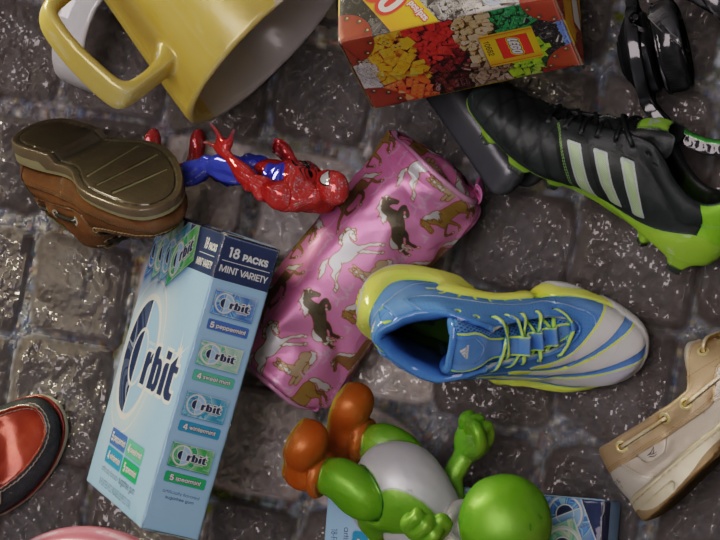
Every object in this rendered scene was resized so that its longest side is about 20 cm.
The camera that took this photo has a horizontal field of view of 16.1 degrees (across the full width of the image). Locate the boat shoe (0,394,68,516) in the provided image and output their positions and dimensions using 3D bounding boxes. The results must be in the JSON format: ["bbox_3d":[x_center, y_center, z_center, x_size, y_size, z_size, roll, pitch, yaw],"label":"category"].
[{"bbox_3d":[-0.302,0.157,1.862,0.199,0.063,0.071,-34,72,14],"label":"boat shoe"}]

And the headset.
[{"bbox_3d":[0.215,-0.167,1.676,0.123,0.094,0.200,-40,83,12],"label":"headset"}]

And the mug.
[{"bbox_3d":[-0.121,-0.205,1.749,0.153,0.186,0.149,47,114,7],"label":"mug"}]

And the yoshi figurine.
[{"bbox_3d":[0.052,0.143,1.656,0.199,0.112,0.113,32,88,19],"label":"yoshi figurine"}]

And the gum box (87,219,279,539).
[{"bbox_3d":[-0.124,0.069,1.746,0.044,0.170,0.202,15,91,-19],"label":"gum box"}]

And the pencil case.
[{"bbox_3d":[0.000,0.000,1.750,0.201,0.086,0.083,-54,41,9],"label":"pencil case"}]

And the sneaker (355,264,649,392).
[{"bbox_3d":[0.093,0.052,1.669,0.198,0.105,0.076,7,110,0],"label":"sneaker"}]

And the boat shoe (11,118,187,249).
[{"bbox_3d":[-0.176,-0.053,1.802,0.200,0.072,0.068,30,138,54],"label":"boat shoe"}]

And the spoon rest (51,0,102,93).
[{"bbox_3d":[-0.177,-0.229,1.855,0.099,0.061,0.201,21,93,22],"label":"spoon rest"}]

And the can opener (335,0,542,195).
[{"bbox_3d":[0.053,-0.129,1.769,0.201,0.053,0.067,56,136,17],"label":"can opener"}]

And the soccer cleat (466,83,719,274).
[{"bbox_3d":[0.165,-0.079,1.682,0.199,0.068,0.081,32,120,4],"label":"soccer cleat"}]

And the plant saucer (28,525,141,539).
[{"bbox_3d":[-0.205,0.284,1.817,0.199,0.051,0.202,-2,84,22],"label":"plant saucer"}]

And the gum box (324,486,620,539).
[{"bbox_3d":[0.070,0.232,1.717,0.198,0.045,0.171,3,85,22],"label":"gum box"}]

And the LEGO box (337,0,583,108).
[{"bbox_3d":[0.066,-0.221,1.702,0.148,0.077,0.201,-11,54,15],"label":"LEGO box"}]

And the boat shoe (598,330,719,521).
[{"bbox_3d":[0.234,0.074,1.654,0.200,0.074,0.069,-46,77,12],"label":"boat shoe"}]

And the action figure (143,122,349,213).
[{"bbox_3d":[-0.074,-0.070,1.754,0.199,0.065,0.052,19,101,48],"label":"action figure"}]
